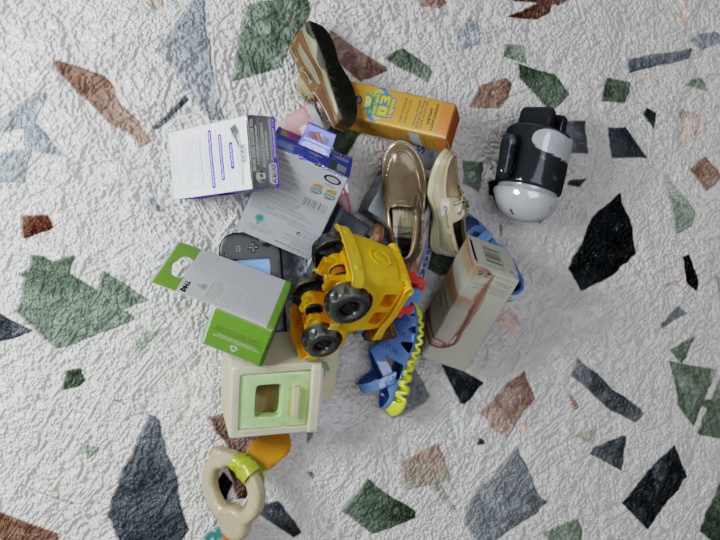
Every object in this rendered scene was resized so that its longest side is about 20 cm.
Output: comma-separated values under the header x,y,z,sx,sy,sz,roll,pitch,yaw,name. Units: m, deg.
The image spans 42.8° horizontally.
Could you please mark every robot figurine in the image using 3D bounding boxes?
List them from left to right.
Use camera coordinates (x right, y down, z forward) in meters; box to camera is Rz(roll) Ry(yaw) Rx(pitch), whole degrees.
x,y,z,sx,sy,sz,roll,pitch,yaw,name
0.304,-0.186,1.635,0.148,0.125,0.203,14,86,-6,robot figurine

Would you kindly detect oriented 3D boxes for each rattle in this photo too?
x,y,z,sx,sy,sz,roll,pitch,yaw,name
-0.194,0.379,1.535,0.128,0.143,0.203,6,106,15,rattle

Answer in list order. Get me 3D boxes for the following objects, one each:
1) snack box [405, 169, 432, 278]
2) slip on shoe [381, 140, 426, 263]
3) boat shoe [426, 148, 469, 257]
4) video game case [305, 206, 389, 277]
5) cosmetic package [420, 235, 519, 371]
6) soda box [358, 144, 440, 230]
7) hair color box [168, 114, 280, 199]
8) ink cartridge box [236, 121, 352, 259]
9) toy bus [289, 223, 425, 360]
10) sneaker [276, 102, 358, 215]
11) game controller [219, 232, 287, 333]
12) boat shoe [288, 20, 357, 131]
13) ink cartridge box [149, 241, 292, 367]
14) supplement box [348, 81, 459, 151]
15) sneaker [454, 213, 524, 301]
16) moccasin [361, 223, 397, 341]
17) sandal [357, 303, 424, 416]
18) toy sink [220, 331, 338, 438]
x,y,z,sx,sy,sz,roll,pitch,yaw,name
0.107,-0.071,1.585,0.072,0.024,0.203,-1,106,-59,snack box
0.070,-0.113,1.518,0.075,0.061,0.203,2,95,9,slip on shoe
0.155,-0.110,1.550,0.072,0.064,0.202,-43,141,-44,boat shoe
0.000,0.000,1.554,0.199,0.019,0.144,31,81,-41,video game case
0.180,0.056,1.561,0.086,0.104,0.202,18,118,-14,cosmetic package
0.075,-0.172,1.593,0.068,0.063,0.202,30,82,-17,soda box
-0.215,-0.173,1.433,0.064,0.198,0.111,-7,94,-45,hair color box
-0.099,-0.135,1.472,0.135,0.077,0.201,22,123,-9,ink cartridge box
0.002,0.046,1.432,0.190,0.137,0.201,10,131,-30,toy bus
-0.085,-0.168,1.540,0.104,0.075,0.202,-28,95,-13,sneaker
-0.179,0.037,1.529,0.103,0.042,0.203,-5,91,-17,game controller
-0.065,-0.314,1.521,0.075,0.073,0.202,14,51,-53,boat shoe
-0.220,0.047,1.434,0.198,0.148,0.076,21,119,-3,ink cartridge box
0.062,-0.258,1.538,0.197,0.069,0.067,14,80,17,supplement box
0.225,-0.028,1.632,0.074,0.082,0.200,-42,100,-11,sneaker
0.036,0.022,1.516,0.076,0.074,0.205,-3,106,-1,moccasin
0.052,0.145,1.582,0.086,0.079,0.203,15,85,-18,sandal
-0.121,0.183,1.491,0.197,0.112,0.132,-1,115,-17,toy sink
